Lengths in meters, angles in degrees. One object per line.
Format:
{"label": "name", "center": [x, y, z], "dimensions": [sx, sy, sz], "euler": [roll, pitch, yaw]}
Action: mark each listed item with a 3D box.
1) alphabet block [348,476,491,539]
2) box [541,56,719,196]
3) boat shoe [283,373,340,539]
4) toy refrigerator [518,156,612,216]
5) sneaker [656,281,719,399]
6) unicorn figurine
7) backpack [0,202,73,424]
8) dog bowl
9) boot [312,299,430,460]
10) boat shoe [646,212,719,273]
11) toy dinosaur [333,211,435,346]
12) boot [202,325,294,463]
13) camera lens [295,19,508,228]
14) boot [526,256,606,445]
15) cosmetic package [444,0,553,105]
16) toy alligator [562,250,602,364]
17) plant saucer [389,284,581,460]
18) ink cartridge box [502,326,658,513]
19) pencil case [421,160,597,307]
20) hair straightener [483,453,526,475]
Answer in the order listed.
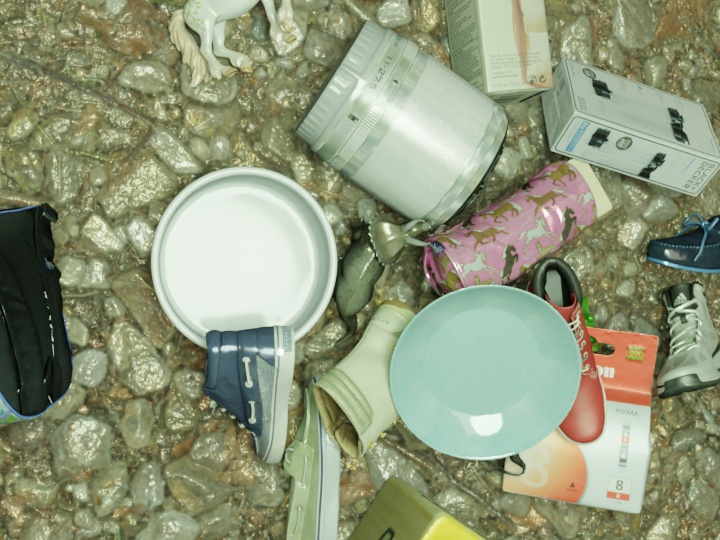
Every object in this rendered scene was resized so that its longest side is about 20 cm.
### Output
{"label": "alphabet block", "center": [0.078, 0.366, 0.974], "dimensions": [0.194, 0.200, 0.198], "euler": [34, 82, -11]}
{"label": "box", "center": [0.321, -0.170, 1.082], "dimensions": [0.198, 0.060, 0.117], "euler": [14, 45, -13]}
{"label": "boat shoe", "center": [-0.055, 0.217, 1.013], "dimensions": [0.061, 0.072, 0.203], "euler": [0, 90, -7]}
{"label": "toy refrigerator", "center": [0.189, -0.052, 1.076], "dimensions": [0.199, 0.070, 0.076], "euler": [-31, 89, -12]}
{"label": "sneaker", "center": [0.376, 0.078, 1.075], "dimensions": [0.075, 0.200, 0.117], "euler": [-20, 87, 28]}
{"label": "unicorn figurine", "center": [-0.127, -0.300, 1.001], "dimensions": [0.199, 0.074, 0.138], "euler": [-31, 85, -6]}
{"label": "backpack", "center": [-0.374, 0.050, 0.891], "dimensions": [0.145, 0.183, 0.202], "euler": [-13, 96, 10]}
{"label": "dog bowl", "center": [-0.128, -0.009, 0.995], "dimensions": [0.198, 0.079, 0.203], "euler": [0, 89, -13]}
{"label": "boot", "center": [0.039, 0.155, 0.998], "dimensions": [0.155, 0.072, 0.201], "euler": [-46, 115, -35]}
{"label": "boat shoe", "center": [0.440, -0.040, 1.132], "dimensions": [0.198, 0.084, 0.069], "euler": [-4, 109, -27]}
{"label": "toy dinosaur", "center": [0.000, 0.000, 1.001], "dimensions": [0.077, 0.102, 0.201], "euler": [35, 109, -4]}
{"label": "boot", "center": [-0.121, 0.131, 0.958], "dimensions": [0.089, 0.073, 0.201], "euler": [1, 131, -10]}
{"label": "camera lens", "center": [0.048, -0.155, 0.997], "dimensions": [0.199, 0.160, 0.161], "euler": [33, 82, -10]}
{"label": "boot", "center": [0.223, 0.090, 0.984], "dimensions": [0.072, 0.144, 0.202], "euler": [-14, 80, 5]}
{"label": "cosmetic package", "center": [0.155, -0.298, 1.055], "dimensions": [0.086, 0.103, 0.203], "euler": [-7, 92, -15]}
{"label": "toy alligator", "center": [0.265, 0.076, 1.097], "dimensions": [0.059, 0.054, 0.203], "euler": [0, 89, -13]}
{"label": "plant saucer", "center": [0.129, 0.103, 0.954], "dimensions": [0.198, 0.039, 0.203], "euler": [0, 110, 0]}
{"label": "ink cartridge box", "center": [0.255, 0.168, 1.052], "dimensions": [0.160, 0.050, 0.203], "euler": [7, 101, 11]}
{"label": "pencil case", "center": [0.162, -0.041, 0.986], "dimensions": [0.199, 0.083, 0.087], "euler": [-30, 105, -17]}
{"label": "hair straightener", "center": [0.143, 0.143, 1.061], "dimensions": [0.041, 0.077, 0.202], "euler": [-13, 77, -34]}
